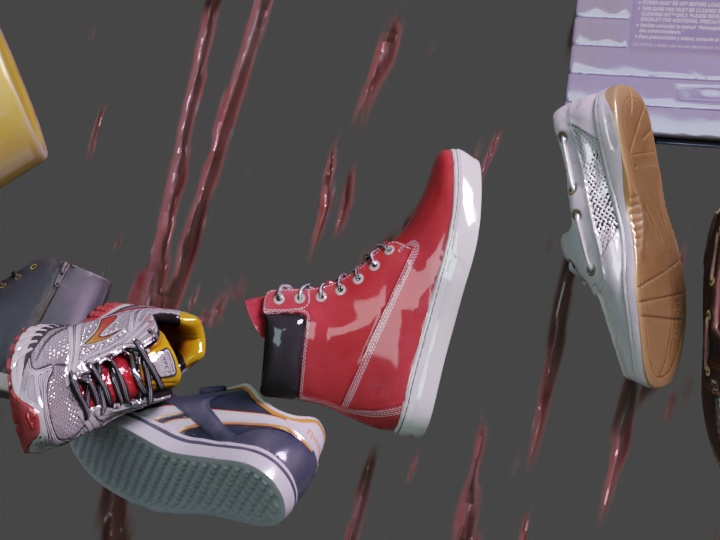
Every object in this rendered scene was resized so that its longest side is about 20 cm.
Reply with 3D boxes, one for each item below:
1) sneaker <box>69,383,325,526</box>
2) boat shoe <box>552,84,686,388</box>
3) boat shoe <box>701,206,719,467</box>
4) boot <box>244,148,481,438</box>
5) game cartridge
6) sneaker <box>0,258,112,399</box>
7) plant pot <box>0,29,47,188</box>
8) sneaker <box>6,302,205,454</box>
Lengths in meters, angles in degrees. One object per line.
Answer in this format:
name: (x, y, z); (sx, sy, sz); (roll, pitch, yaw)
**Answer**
sneaker: (-0.113, 0.125, 0.919); (0.198, 0.079, 0.079); (8, 35, 30)
boat shoe: (0.170, -0.019, 0.879); (0.069, 0.070, 0.203); (-11, 84, 38)
boat shoe: (0.253, 0.049, 0.838); (0.069, 0.070, 0.203); (-6, 78, 12)
boot: (0.000, 0.000, 0.895); (0.142, 0.072, 0.203); (16, 84, -2)
game cartridge: (0.245, -0.150, 0.902); (0.197, 0.038, 0.131); (6, 76, 16)
sneaker: (-0.286, 0.037, 0.989); (0.197, 0.075, 0.108); (12, 77, 8)
plant pot: (-0.347, -0.112, 0.978); (0.187, 0.201, 0.203); (-23, 73, -7)
sneaker: (-0.170, 0.063, 0.879); (0.081, 0.200, 0.079); (-4, 105, 20)
